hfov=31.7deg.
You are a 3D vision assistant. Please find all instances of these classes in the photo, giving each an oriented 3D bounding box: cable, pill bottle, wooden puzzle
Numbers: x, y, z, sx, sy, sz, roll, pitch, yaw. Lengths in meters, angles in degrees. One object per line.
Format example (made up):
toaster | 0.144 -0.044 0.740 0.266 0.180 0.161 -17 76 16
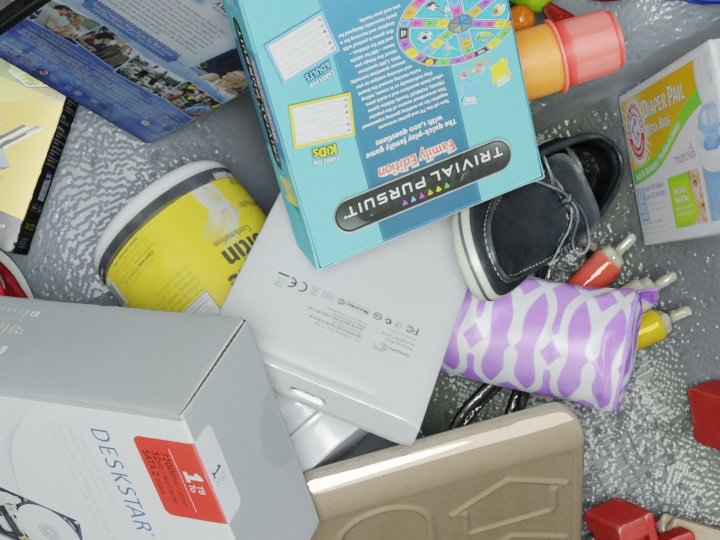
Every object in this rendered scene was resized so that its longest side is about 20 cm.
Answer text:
cable | 0.128 0.053 0.876 0.199 0.050 0.097 -40 96 -3
pill bottle | -0.074 0.037 0.818 0.112 0.112 0.201 -39 80 -3
wooden puzzle | 0.055 0.166 0.834 0.183 0.201 0.047 -15 46 -4

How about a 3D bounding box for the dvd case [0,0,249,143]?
dvd case | -0.119 -0.147 0.770 0.142 0.198 0.018 30 53 -40

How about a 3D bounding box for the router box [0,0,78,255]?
router box | -0.295 -0.117 0.854 0.197 0.052 0.159 19 88 -3

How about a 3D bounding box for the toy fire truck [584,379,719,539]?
toy fire truck | 0.228 0.192 0.875 0.139 0.049 0.203 -17 100 -19

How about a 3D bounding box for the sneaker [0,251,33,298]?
sneaker | -0.220 0.070 0.824 0.078 0.116 0.200 -42 90 -2

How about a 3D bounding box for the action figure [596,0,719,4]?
action figure | 0.228 -0.224 0.878 0.197 0.065 0.101 6 98 -4

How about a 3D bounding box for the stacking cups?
stacking cups | 0.067 -0.113 0.793 0.197 0.061 0.061 -14 90 -3

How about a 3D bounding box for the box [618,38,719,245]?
box | 0.246 -0.082 0.810 0.100 0.200 0.114 -10 88 -4

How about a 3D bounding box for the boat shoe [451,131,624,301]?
boat shoe | 0.116 -0.042 0.810 0.062 0.200 0.075 -15 103 36

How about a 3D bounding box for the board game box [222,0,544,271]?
board game box | 0.011 -0.121 0.711 0.149 0.047 0.202 -22 118 -12

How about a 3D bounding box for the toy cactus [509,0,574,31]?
toy cactus | 0.034 -0.185 0.866 0.198 0.102 0.167 -22 72 -1

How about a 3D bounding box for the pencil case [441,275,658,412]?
pencil case | 0.089 0.032 0.840 0.197 0.084 0.086 15 65 13

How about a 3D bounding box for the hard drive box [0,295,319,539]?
hard drive box | -0.141 0.101 0.722 0.197 0.077 0.157 3 128 27

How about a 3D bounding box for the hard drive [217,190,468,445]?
hard drive | 0.000 0.000 0.776 0.130 0.027 0.201 22 49 2
